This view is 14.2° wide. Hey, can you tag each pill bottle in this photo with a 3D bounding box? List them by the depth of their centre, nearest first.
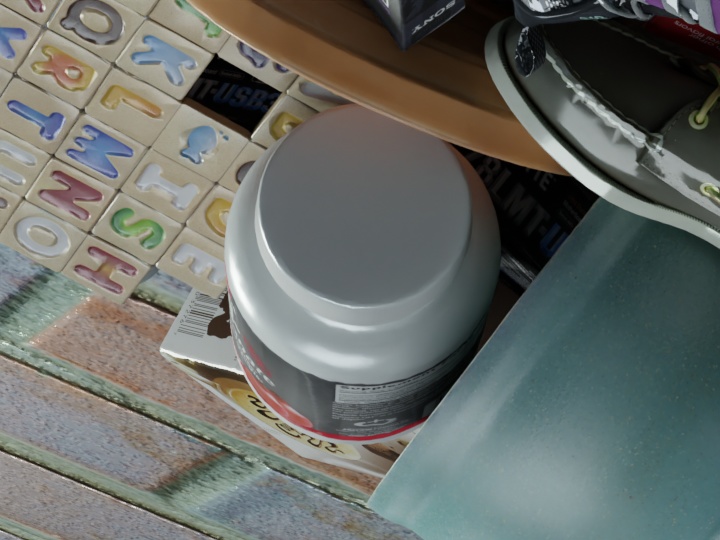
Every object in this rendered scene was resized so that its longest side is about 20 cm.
[{"bbox_3d":[0.000,0.000,1.177,0.111,0.111,0.200,16,165,3],"label":"pill bottle"}]

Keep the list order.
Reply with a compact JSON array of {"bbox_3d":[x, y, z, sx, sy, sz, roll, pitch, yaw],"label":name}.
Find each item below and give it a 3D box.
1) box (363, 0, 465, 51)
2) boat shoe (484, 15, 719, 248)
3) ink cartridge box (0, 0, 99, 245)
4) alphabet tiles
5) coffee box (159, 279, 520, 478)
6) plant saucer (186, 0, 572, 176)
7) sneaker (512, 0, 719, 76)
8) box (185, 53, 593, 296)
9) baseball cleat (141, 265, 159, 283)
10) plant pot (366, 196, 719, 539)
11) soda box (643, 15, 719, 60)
[{"bbox_3d":[-0.016,-0.179,1.000,0.143,0.036,0.200,52,166,19],"label":"box"},{"bbox_3d":[0.140,-0.045,1.083,0.202,0.072,0.060,33,136,-12],"label":"boat shoe"},{"bbox_3d":[-0.204,-0.125,1.277,0.196,0.043,0.200,25,136,7],"label":"ink cartridge box"},{"bbox_3d":[-0.106,-0.063,1.253,0.167,0.008,0.200,28,135,-13],"label":"alphabet tiles"},{"bbox_3d":[0.014,0.047,1.383,0.113,0.080,0.200,39,163,-36],"label":"coffee box"},{"bbox_3d":[0.020,-0.095,1.153,0.200,0.032,0.200,23,-165,-7],"label":"plant saucer"},{"bbox_3d":[0.109,-0.102,1.005,0.200,0.078,0.140,51,124,5],"label":"sneaker"},{"bbox_3d":[0.019,-0.035,1.339,0.198,0.050,0.200,16,162,41],"label":"box"},{"bbox_3d":[-0.137,-0.066,1.363,0.106,0.070,0.200,-7,136,43],"label":"baseball cleat"},{"bbox_3d":[0.116,0.057,1.165,0.134,0.200,0.200,38,158,5],"label":"plant pot"},{"bbox_3d":[0.213,-0.092,1.089,0.200,0.070,0.063,22,160,-11],"label":"soda box"}]
